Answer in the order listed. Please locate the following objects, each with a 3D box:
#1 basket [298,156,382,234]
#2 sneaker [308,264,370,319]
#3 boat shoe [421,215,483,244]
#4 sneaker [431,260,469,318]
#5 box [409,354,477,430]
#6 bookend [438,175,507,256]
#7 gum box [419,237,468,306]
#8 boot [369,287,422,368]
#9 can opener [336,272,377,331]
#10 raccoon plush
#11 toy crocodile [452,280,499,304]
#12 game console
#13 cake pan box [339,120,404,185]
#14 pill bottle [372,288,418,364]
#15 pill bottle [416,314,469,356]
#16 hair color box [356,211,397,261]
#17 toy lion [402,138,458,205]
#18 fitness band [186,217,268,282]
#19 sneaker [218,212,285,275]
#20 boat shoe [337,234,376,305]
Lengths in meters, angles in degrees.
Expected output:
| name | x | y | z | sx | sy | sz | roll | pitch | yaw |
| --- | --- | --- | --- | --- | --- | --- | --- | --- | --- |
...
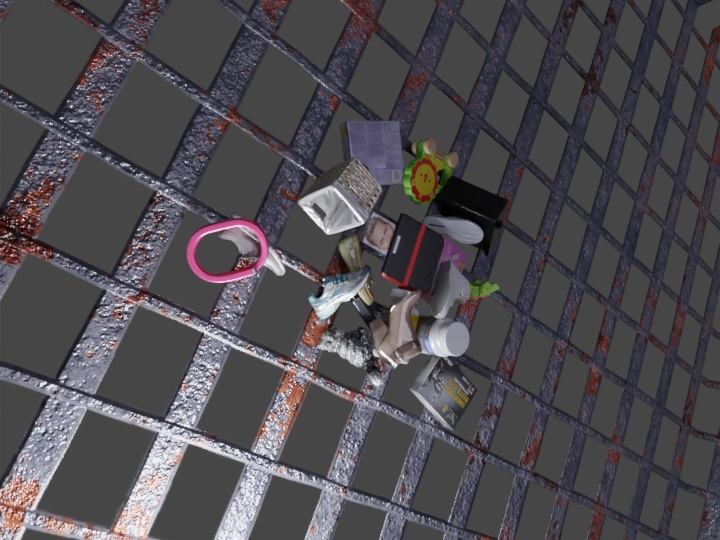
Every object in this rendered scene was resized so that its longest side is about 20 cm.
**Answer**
| name | x | y | z | sx | sy | sz | roll | pitch | yaw |
| --- | --- | --- | --- | --- | --- | --- | --- | --- | --- |
| basket | -0.052 | -0.197 | 1.382 | 0.136 | 0.199 | 0.124 | 46 | 63 | -21 |
| sneaker | -0.059 | 0.044 | 1.399 | 0.199 | 0.078 | 0.087 | -40 | 100 | 12 |
| boat shoe | 0.287 | -0.140 | 1.618 | 0.196 | 0.071 | 0.073 | 16 | 114 | -2 |
| sneaker | 0.278 | 0.079 | 1.543 | 0.115 | 0.073 | 0.202 | 40 | 50 | -24 |
| box | 0.266 | 0.378 | 1.645 | 0.201 | 0.048 | 0.159 | 49 | 66 | -21 |
| bookend | 0.355 | -0.174 | 1.674 | 0.093 | 0.196 | 0.201 | -53 | 157 | -22 |
| gum box | 0.252 | 0.004 | 1.635 | 0.113 | 0.066 | 0.203 | 34 | 72 | -25 |
| boot | 0.123 | 0.164 | 1.423 | 0.199 | 0.070 | 0.147 | -38 | 75 | 7 |
| can opener | -0.023 | 0.096 | 1.486 | 0.066 | 0.053 | 0.202 | -32 | 108 | 6 |
| raccoon plush | -0.029 | 0.224 | 1.403 | 0.132 | 0.200 | 0.098 | -1 | 121 | -30 |
| toy crocodile | 0.371 | 0.069 | 1.708 | 0.196 | 0.067 | 0.063 | -7 | 98 | -29 |
| game console | 0.157 | -0.044 | 1.534 | 0.175 | 0.031 | 0.204 | 25 | 74 | -22 |
| cake pan box | 0.041 | -0.343 | 1.526 | 0.197 | 0.052 | 0.189 | -11 | 96 | -31 |
| pill bottle | 0.109 | 0.162 | 1.518 | 0.111 | 0.112 | 0.204 | 20 | 79 | -29 |
| pill bottle | 0.222 | 0.193 | 1.535 | 0.112 | 0.199 | 0.117 | 1 | 88 | -30 |
| hair color box | 0.084 | -0.083 | 1.540 | 0.198 | 0.060 | 0.102 | 26 | 75 | -27 |
| toy lion | 0.211 | -0.294 | 1.603 | 0.198 | 0.068 | 0.196 | 13 | 88 | -45 |
| fitness band | -0.322 | -0.049 | 1.261 | 0.196 | 0.037 | 0.147 | -14 | 107 | -2 |
| sneaker | -0.275 | -0.052 | 1.325 | 0.082 | 0.075 | 0.200 | -47 | 107 | -6 |
| boat shoe | 0.000 | 0.000 | 1.466 | 0.062 | 0.073 | 0.203 | -23 | 100 | 7 |
